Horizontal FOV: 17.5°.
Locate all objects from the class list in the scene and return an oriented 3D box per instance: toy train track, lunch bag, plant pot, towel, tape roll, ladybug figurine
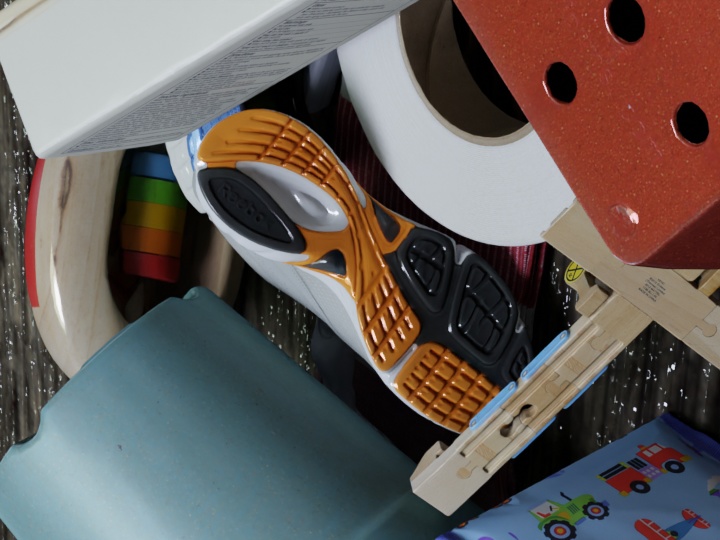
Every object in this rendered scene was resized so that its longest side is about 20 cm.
[{"bbox_3d":[0.095,0.029,1.024,0.200,0.115,0.033,-46,26,18],"label":"toy train track"},{"bbox_3d":[0.154,0.156,0.988,0.200,0.150,0.094,23,126,43],"label":"lunch bag"},{"bbox_3d":[0.150,-0.110,0.830,0.200,0.176,0.200,59,143,11],"label":"plant pot"},{"bbox_3d":[0.033,0.006,1.166,0.144,0.023,0.201,34,131,38],"label":"towel"},{"bbox_3d":[0.064,-0.110,1.033,0.202,0.037,0.204,18,114,46],"label":"tape roll"},{"bbox_3d":[-0.122,-0.029,1.230,0.072,0.135,0.201,3,80,43],"label":"ladybug figurine"},{"bbox_3d":[-0.060,0.126,1.111,0.196,0.200,0.200,44,140,8],"label":"plant pot"}]

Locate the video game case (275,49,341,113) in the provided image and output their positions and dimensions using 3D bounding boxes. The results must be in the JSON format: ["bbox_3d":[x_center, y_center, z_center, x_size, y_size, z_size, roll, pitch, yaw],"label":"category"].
[{"bbox_3d":[-0.054,-0.207,1.159,0.182,0.022,0.200,46,139,25],"label":"video game case"}]

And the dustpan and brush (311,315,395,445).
[{"bbox_3d":[-0.012,0.093,1.219,0.139,0.057,0.200,26,155,26],"label":"dustpan and brush"}]

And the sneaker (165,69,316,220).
[{"bbox_3d":[-0.067,-0.125,1.155,0.089,0.078,0.201,-15,104,43],"label":"sneaker"}]

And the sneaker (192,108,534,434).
[{"bbox_3d":[0.000,0.000,1.115,0.200,0.076,0.092,45,170,-8],"label":"sneaker"}]

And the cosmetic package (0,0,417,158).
[{"bbox_3d":[-0.058,-0.122,1.032,0.200,0.103,0.073,-27,81,36],"label":"cosmetic package"}]
